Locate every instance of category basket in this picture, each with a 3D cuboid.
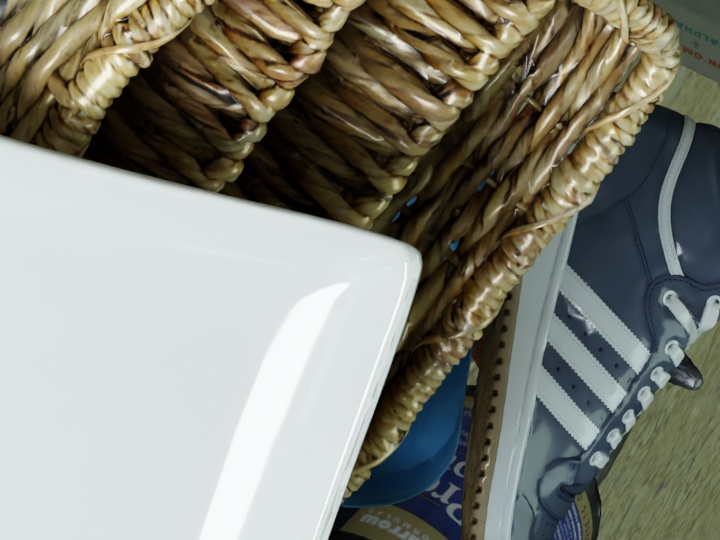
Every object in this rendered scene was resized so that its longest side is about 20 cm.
[{"bbox_3d":[-0.033,-0.037,0.767,0.200,0.149,0.143,-51,162,17],"label":"basket"}]

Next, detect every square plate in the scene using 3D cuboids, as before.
[{"bbox_3d":[-0.107,0.056,0.724,0.028,0.199,0.199,-107,-146,-71],"label":"square plate"}]

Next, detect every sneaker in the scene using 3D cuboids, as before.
[{"bbox_3d":[0.101,0.035,1.034,0.070,0.108,0.201,-124,-137,-84],"label":"sneaker"}]

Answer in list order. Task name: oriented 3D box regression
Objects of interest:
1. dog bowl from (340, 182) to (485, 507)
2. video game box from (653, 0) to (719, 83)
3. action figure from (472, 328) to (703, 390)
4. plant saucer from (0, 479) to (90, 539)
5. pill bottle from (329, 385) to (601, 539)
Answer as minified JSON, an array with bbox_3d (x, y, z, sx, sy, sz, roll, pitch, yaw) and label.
[{"bbox_3d":[0.000,0.000,1.040,0.050,0.111,0.201,-63,169,-49],"label":"dog bowl"},{"bbox_3d":[0.225,-0.156,1.281,0.200,0.182,0.047,-50,159,-29],"label":"video game box"},{"bbox_3d":[0.060,0.024,1.165,0.193,0.104,0.201,-133,-117,-71],"label":"action figure"},{"bbox_3d":[-0.107,0.118,0.825,0.201,0.199,0.038,88,-7,-57],"label":"plant saucer"},{"bbox_3d":[0.022,0.150,1.305,0.200,0.111,0.112,-43,155,-43],"label":"pill bottle"}]
